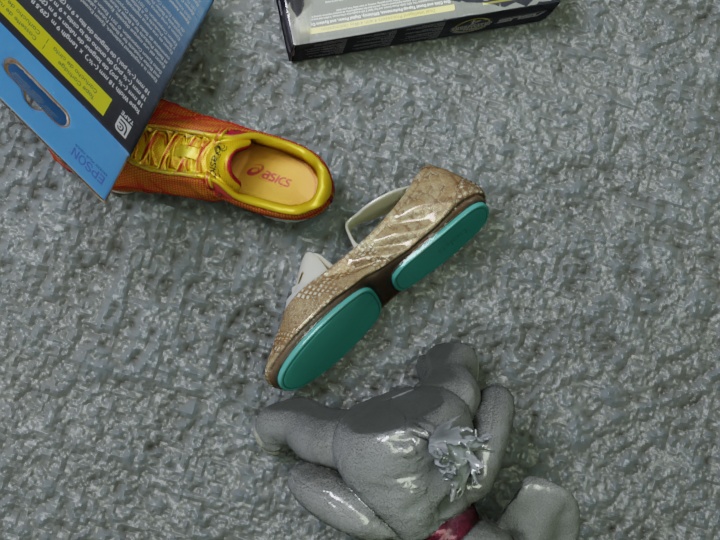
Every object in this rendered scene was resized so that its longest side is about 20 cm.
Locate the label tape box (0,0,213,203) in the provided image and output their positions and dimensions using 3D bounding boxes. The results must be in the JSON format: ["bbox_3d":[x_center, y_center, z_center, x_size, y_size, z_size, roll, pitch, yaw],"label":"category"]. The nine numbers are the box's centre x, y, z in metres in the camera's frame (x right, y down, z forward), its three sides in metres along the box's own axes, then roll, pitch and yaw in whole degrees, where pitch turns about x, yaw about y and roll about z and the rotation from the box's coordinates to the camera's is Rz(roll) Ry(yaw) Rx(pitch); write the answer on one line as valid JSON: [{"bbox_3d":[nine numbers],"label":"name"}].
[{"bbox_3d":[-0.186,-0.152,0.768,0.144,0.063,0.200,48,44,-32],"label":"label tape box"}]

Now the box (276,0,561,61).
[{"bbox_3d":[0.031,-0.247,0.888,0.199,0.049,0.162,-12,84,-8],"label":"box"}]

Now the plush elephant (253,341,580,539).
[{"bbox_3d":[0.046,0.154,0.799,0.164,0.200,0.155,-20,105,-16],"label":"plush elephant"}]

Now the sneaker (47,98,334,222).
[{"bbox_3d":[-0.113,-0.082,0.838,0.199,0.077,0.073,9,85,-5],"label":"sneaker"}]

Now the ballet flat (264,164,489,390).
[{"bbox_3d":[0.000,0.000,0.859,0.200,0.071,0.065,-40,63,-12],"label":"ballet flat"}]
